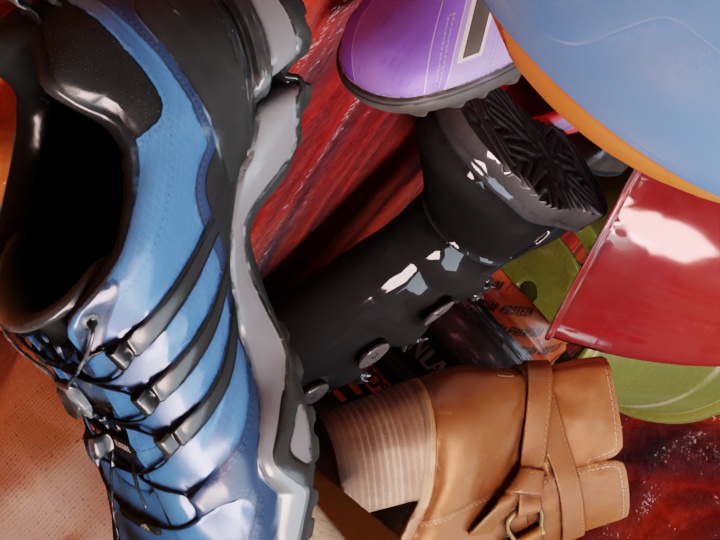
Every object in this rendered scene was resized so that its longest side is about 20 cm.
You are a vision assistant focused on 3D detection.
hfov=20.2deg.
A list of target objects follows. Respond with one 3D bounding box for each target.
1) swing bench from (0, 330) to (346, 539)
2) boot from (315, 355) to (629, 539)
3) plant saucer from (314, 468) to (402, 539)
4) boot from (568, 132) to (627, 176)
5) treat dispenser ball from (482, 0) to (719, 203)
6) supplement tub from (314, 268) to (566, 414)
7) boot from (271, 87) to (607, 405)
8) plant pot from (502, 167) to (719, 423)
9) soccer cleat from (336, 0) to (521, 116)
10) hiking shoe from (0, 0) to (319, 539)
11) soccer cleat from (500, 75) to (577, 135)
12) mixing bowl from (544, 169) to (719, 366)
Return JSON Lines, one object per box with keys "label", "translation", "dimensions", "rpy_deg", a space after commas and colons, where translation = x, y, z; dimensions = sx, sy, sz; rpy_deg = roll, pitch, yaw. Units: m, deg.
{"label": "swing bench", "translation": [-0.121, 0.108, 0.693], "dimensions": [0.199, 0.130, 0.200], "rpy_deg": [-43, 165, -6]}
{"label": "boot", "translation": [0.061, 0.139, 1.016], "dimensions": [0.154, 0.074, 0.201], "rpy_deg": [-12, 122, -15]}
{"label": "plant saucer", "translation": [-0.085, 0.160, 0.913], "dimensions": [0.200, 0.200, 0.049], "rpy_deg": [-45, 141, -12]}
{"label": "boot", "translation": [0.198, -0.135, 1.144], "dimensions": [0.174, 0.069, 0.200], "rpy_deg": [-49, 167, 29]}
{"label": "treat dispenser ball", "translation": [0.117, -0.114, 0.510], "dimensions": [0.201, 0.201, 0.201], "rpy_deg": [-42, 170, -9]}
{"label": "supplement tub", "translation": [0.008, 0.077, 1.089], "dimensions": [0.200, 0.123, 0.123], "rpy_deg": [-45, 170, -2]}
{"label": "boot", "translation": [0.000, 0.000, 0.911], "dimensions": [0.199, 0.066, 0.165], "rpy_deg": [-31, 157, 17]}
{"label": "plant pot", "translation": [0.147, 0.006, 1.261], "dimensions": [0.200, 0.200, 0.189], "rpy_deg": [-49, 157, 26]}
{"label": "soccer cleat", "translation": [0.067, -0.131, 0.683], "dimensions": [0.200, 0.068, 0.073], "rpy_deg": [-38, 145, -15]}
{"label": "hiking shoe", "translation": [-0.064, 0.016, 0.532], "dimensions": [0.086, 0.074, 0.202], "rpy_deg": [-18, 112, -44]}
{"label": "soccer cleat", "translation": [0.129, -0.131, 0.906], "dimensions": [0.076, 0.067, 0.200], "rpy_deg": [-26, 162, -48]}
{"label": "mixing bowl", "translation": [0.185, -0.028, 1.010], "dimensions": [0.201, 0.108, 0.200], "rpy_deg": [-60, 175, -9]}
